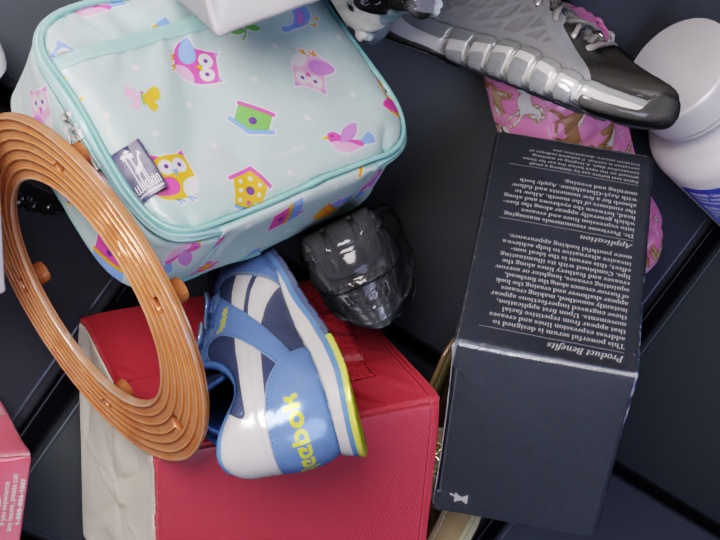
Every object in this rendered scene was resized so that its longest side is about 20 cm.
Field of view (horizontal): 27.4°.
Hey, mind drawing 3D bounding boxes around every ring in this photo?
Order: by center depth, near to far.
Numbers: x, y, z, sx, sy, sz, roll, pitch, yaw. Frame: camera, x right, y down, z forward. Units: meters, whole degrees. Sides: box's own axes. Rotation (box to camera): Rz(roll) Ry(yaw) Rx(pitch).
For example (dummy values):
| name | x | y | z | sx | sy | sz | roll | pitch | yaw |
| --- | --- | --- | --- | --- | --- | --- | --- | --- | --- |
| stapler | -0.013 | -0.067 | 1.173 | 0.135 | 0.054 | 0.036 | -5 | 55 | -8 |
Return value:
| name | x | y | z | sx | sy | sz | roll | pitch | yaw |
| --- | --- | --- | --- | --- | --- | --- | --- | --- | --- |
| ring | -0.137 | 0.009 | 0.765 | 0.019 | 0.200 | 0.202 | -33 | 128 | -29 |

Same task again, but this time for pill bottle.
| name | x | y | z | sx | sy | sz | roll | pitch | yaw |
| --- | --- | --- | --- | --- | --- | --- | --- | --- | --- |
| pill bottle | 0.276 | -0.090 | 1.052 | 0.112 | 0.112 | 0.200 | -50 | 128 | 4 |

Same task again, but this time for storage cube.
| name | x | y | z | sx | sy | sz | roll | pitch | yaw |
| --- | --- | --- | --- | --- | --- | --- | --- | --- | --- |
| storage cube | -0.072 | 0.126 | 0.938 | 0.178 | 0.171 | 0.201 | -9 | 120 | -23 |

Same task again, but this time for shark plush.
| name | x | y | z | sx | sy | sz | roll | pitch | yaw |
| --- | --- | --- | --- | --- | --- | --- | --- | --- | --- |
| shark plush | 0.015 | -0.179 | 0.818 | 0.083 | 0.200 | 0.091 | -32 | 100 | 7 |

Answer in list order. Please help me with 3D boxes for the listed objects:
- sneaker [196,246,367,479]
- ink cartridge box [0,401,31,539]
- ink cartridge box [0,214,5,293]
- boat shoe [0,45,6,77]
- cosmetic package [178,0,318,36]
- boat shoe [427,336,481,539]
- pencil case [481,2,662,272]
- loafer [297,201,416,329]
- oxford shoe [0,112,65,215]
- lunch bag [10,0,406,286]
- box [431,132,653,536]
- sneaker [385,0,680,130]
| name | x | y | z | sx | sy | sz | roll | pitch | yaw |
| --- | --- | --- | --- | --- | --- | --- | --- | --- | --- |
| sneaker | -0.062 | 0.046 | 0.816 | 0.082 | 0.200 | 0.074 | -23 | 119 | -9 |
| ink cartridge box | -0.310 | 0.156 | 0.876 | 0.199 | 0.085 | 0.147 | -1 | 115 | -31 |
| ink cartridge box | -0.266 | 0.003 | 0.776 | 0.147 | 0.076 | 0.201 | -17 | 149 | -22 |
| boat shoe | -0.287 | -0.105 | 0.766 | 0.199 | 0.070 | 0.067 | -16 | 123 | -12 |
| cosmetic package | -0.030 | -0.250 | 0.763 | 0.199 | 0.167 | 0.167 | -22 | 124 | -16 |
| boat shoe | 0.053 | 0.130 | 1.036 | 0.066 | 0.074 | 0.201 | 49 | 49 | -30 |
| pencil case | 0.147 | -0.080 | 1.007 | 0.083 | 0.086 | 0.201 | -53 | 135 | -35 |
| loafer | 0.000 | 0.000 | 0.903 | 0.068 | 0.201 | 0.071 | -24 | 93 | 3 |
| oxford shoe | -0.168 | -0.074 | 0.854 | 0.199 | 0.073 | 0.085 | 16 | 77 | -26 |
| lunch bag | -0.085 | -0.089 | 0.813 | 0.199 | 0.161 | 0.077 | -23 | 166 | -37 |
| box | 0.115 | 0.036 | 0.928 | 0.106 | 0.201 | 0.149 | 10 | 134 | 6 |
| sneaker | 0.112 | -0.164 | 0.885 | 0.075 | 0.199 | 0.116 | 5 | 107 | -68 |
